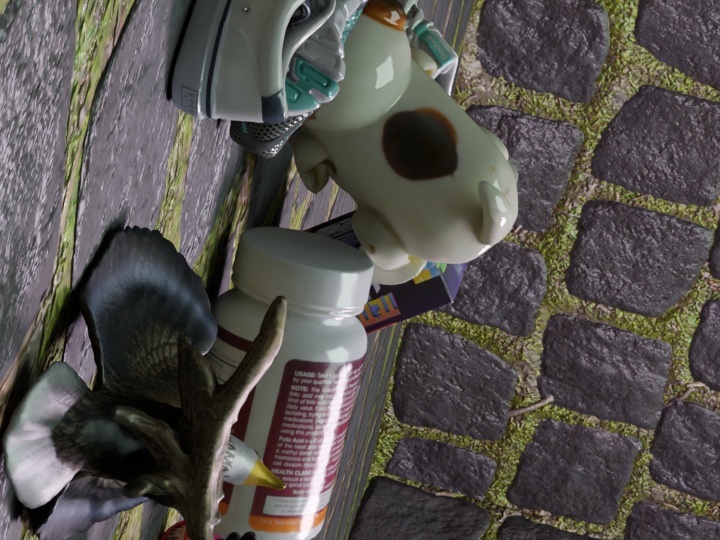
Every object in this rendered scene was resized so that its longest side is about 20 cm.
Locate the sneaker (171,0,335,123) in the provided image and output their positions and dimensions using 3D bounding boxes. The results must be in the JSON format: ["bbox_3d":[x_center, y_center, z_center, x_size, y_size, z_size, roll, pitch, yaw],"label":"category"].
[{"bbox_3d":[-0.042,-0.167,1.252,0.073,0.070,0.201,91,14,-73],"label":"sneaker"}]

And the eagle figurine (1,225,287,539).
[{"bbox_3d":[-0.105,0.074,1.124,0.151,0.151,0.200,-35,-158,-12],"label":"eagle figurine"}]

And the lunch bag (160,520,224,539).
[{"bbox_3d":[-0.077,0.271,1.591,0.200,0.175,0.082,-68,172,-55],"label":"lunch bag"}]

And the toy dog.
[{"bbox_3d":[0.010,-0.096,1.571,0.139,0.200,0.194,-38,-159,-1],"label":"toy dog"}]

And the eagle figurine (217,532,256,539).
[{"bbox_3d":[-0.102,0.262,1.395,0.200,0.151,0.152,-38,-147,-4],"label":"eagle figurine"}]

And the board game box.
[{"bbox_3d":[0.000,0.000,1.774,0.200,0.164,0.057,-62,131,-70],"label":"board game box"}]

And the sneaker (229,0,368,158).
[{"bbox_3d":[-0.041,-0.152,1.453,0.091,0.077,0.201,-57,-173,47],"label":"sneaker"}]

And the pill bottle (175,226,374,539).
[{"bbox_3d":[-0.059,0.079,1.589,0.114,0.113,0.201,-59,164,-75],"label":"pill bottle"}]

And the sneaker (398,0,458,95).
[{"bbox_3d":[0.032,-0.174,1.675,0.075,0.088,0.201,-35,123,-28],"label":"sneaker"}]
